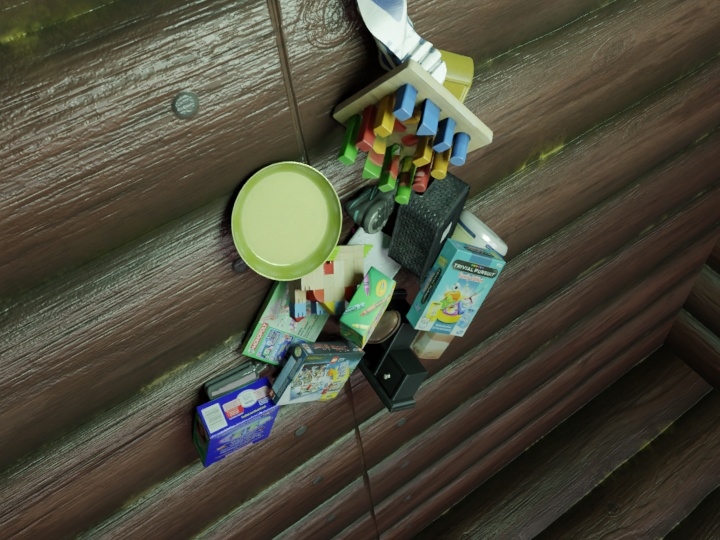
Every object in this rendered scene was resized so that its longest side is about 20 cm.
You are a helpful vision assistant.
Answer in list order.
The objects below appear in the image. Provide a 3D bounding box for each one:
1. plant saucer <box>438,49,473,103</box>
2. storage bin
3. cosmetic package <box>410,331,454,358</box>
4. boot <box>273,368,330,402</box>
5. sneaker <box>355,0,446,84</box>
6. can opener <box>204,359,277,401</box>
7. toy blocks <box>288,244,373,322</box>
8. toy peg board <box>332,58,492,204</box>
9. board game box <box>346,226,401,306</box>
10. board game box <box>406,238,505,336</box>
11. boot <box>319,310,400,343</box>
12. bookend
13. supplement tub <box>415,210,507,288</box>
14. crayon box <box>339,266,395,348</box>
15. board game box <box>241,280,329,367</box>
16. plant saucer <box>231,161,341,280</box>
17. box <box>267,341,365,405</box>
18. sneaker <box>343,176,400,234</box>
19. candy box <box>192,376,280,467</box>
[{"bbox_3d":[0.117,-0.296,1.082,0.195,0.049,0.204,-6,130,-41],"label":"plant saucer"},{"bbox_3d":[0.136,-0.096,1.196,0.136,0.092,0.202,-50,165,-29],"label":"storage bin"},{"bbox_3d":[0.213,0.130,1.568,0.101,0.088,0.203,9,121,-45],"label":"cosmetic package"},{"bbox_3d":[-0.116,0.261,1.412,0.198,0.073,0.077,27,98,-50],"label":"boot"},{"bbox_3d":[0.046,-0.366,0.921,0.080,0.115,0.201,-40,115,-3],"label":"sneaker"},{"bbox_3d":[-0.242,0.206,1.259,0.196,0.052,0.068,-29,108,-20],"label":"can opener"},{"bbox_3d":[-0.064,0.024,1.134,0.195,0.098,0.142,-5,96,-38],"label":"toy blocks"},{"bbox_3d":[0.074,-0.203,0.953,0.197,0.196,0.101,29,65,-32],"label":"toy peg board"},{"bbox_3d":[0.000,0.000,1.289,0.202,0.026,0.198,-52,143,12],"label":"board game box"},{"bbox_3d":[0.207,0.042,1.287,0.147,0.047,0.204,10,118,-34],"label":"board game box"},{"bbox_3d":[-0.028,0.111,1.303,0.182,0.066,0.199,-26,146,23],"label":"boot"},{"bbox_3d":[0.089,0.190,1.417,0.090,0.201,0.202,1,128,-42],"label":"bookend"},{"bbox_3d":[0.234,-0.020,1.387,0.143,0.146,0.202,20,113,-50],"label":"supplement tub"},{"bbox_3d":[0.012,0.079,1.169,0.121,0.057,0.200,-58,173,-12],"label":"crayon box"},{"bbox_3d":[-0.143,0.104,1.206,0.131,0.029,0.203,22,110,-24],"label":"board game box"},{"bbox_3d":[-0.127,-0.086,1.021,0.193,0.031,0.208,-6,109,-18],"label":"plant saucer"},{"bbox_3d":[-0.091,0.219,1.272,0.197,0.038,0.139,8,120,-53],"label":"box"},{"bbox_3d":[0.046,-0.148,1.150,0.199,0.078,0.077,-39,145,-41],"label":"sneaker"},{"bbox_3d":[-0.273,0.332,1.286,0.165,0.078,0.202,-20,153,-30],"label":"candy box"}]
